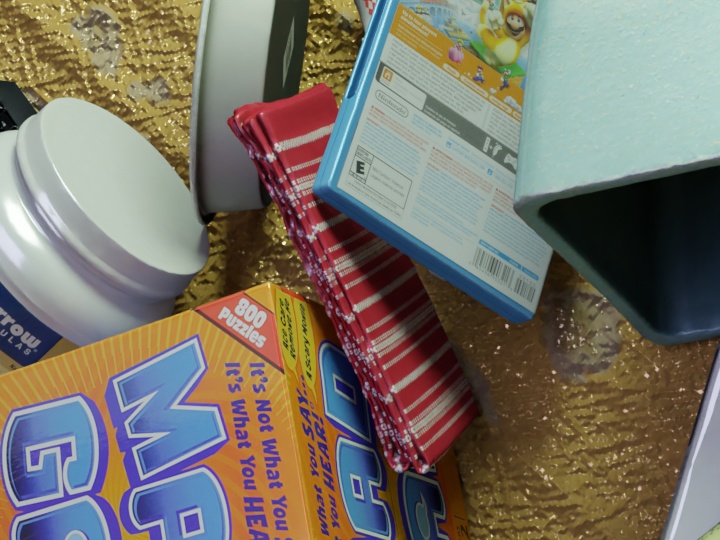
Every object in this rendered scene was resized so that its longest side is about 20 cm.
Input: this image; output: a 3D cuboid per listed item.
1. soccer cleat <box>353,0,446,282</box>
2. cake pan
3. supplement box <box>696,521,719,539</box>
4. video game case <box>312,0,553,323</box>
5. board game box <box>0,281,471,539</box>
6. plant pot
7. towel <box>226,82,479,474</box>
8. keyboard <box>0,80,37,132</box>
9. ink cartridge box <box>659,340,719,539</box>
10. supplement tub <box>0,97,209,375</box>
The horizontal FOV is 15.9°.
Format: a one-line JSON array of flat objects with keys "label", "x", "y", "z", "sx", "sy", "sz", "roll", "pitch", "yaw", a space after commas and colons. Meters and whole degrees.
[{"label": "soccer cleat", "x": 0.029, "y": -0.085, "z": 1.409, "sx": 0.085, "sy": 0.069, "sz": 0.201, "roll": -33, "pitch": 70, "yaw": 6}, {"label": "cake pan", "x": -0.057, "y": -0.122, "z": 1.400, "sx": 0.036, "sy": 0.200, "sz": 0.202, "roll": 8, "pitch": 81, "yaw": 4}, {"label": "supplement box", "x": 0.155, "y": 0.206, "z": 1.140, "sx": 0.200, "sy": 0.200, "sz": 0.135, "roll": -38, "pitch": 84, "yaw": -1}, {"label": "video game case", "x": 0.061, "y": -0.094, "z": 1.329, "sx": 0.018, "sy": 0.143, "sz": 0.201, "roll": -14, "pitch": 51, "yaw": 52}, {"label": "board game box", "x": -0.069, "y": 0.148, "z": 1.327, "sx": 0.199, "sy": 0.200, "sz": 0.201, "roll": -19, "pitch": 69, "yaw": 22}, {"label": "plant pot", "x": 0.194, "y": -0.103, "z": 1.266, "sx": 0.194, "sy": 0.196, "sz": 0.202, "roll": -13, "pitch": 63, "yaw": 24}, {"label": "towel", "x": 0.000, "y": 0.000, "z": 1.321, "sx": 0.022, "sy": 0.145, "sz": 0.201, "roll": -24, "pitch": 93, "yaw": 17}, {"label": "keyboard", "x": -0.203, "y": -0.018, "z": 1.527, "sx": 0.104, "sy": 0.040, "sz": 0.200, "roll": -43, "pitch": 62, "yaw": 11}, {"label": "ink cartridge box", "x": 0.232, "y": 0.151, "z": 1.264, "sx": 0.172, "sy": 0.044, "sz": 0.202, "roll": 17, "pitch": 85, "yaw": 4}, {"label": "supplement tub", "x": -0.192, "y": 0.015, "z": 1.417, "sx": 0.200, "sy": 0.144, "sz": 0.145, "roll": -42, "pitch": 63, "yaw": 23}]
